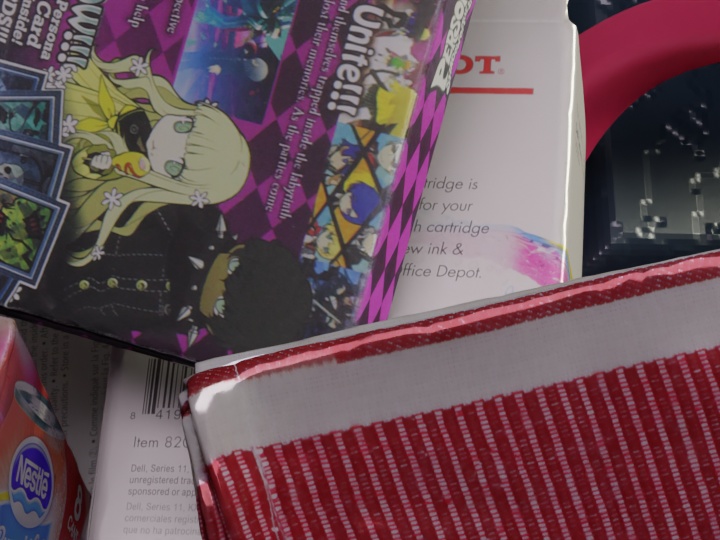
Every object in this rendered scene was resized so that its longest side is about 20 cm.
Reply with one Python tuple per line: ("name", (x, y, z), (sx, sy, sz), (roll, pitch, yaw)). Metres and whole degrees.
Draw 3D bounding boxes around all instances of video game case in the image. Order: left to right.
("video game case", (-0.059, -0.084, 0.717), (0.180, 0.036, 0.201), (14, 86, 15))

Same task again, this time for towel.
("towel", (0.046, 0.105, 0.665), (0.143, 0.023, 0.201), (-12, 91, -2))

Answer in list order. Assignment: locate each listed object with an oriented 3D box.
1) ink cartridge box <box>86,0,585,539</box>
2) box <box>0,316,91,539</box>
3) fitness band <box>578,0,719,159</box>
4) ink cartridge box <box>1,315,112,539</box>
("ink cartridge box", (0.000, 0.000, 0.760), (0.116, 0.067, 0.201), (1, 63, 9))
("box", (-0.180, 0.060, 0.735), (0.199, 0.103, 0.095), (9, 61, 13))
("fitness band", (0.101, 0.012, 0.794), (0.143, 0.037, 0.201), (-35, 55, 26))
("ink cartridge box", (-0.068, 0.074, 0.795), (0.199, 0.050, 0.162), (-6, 61, 7))
